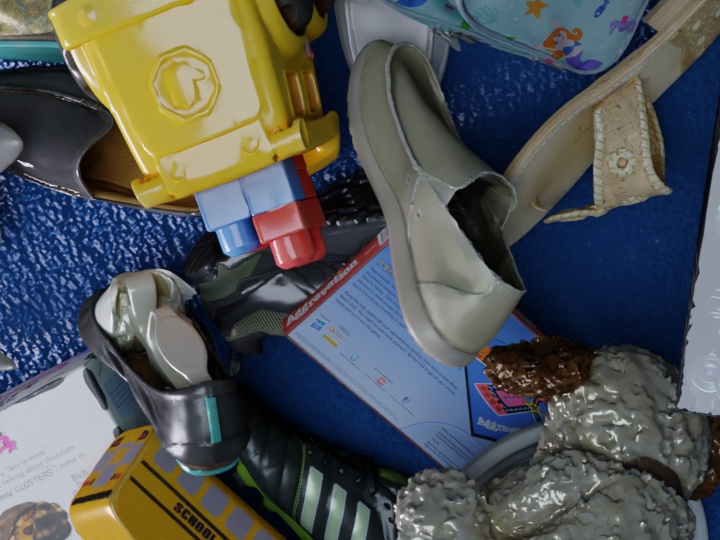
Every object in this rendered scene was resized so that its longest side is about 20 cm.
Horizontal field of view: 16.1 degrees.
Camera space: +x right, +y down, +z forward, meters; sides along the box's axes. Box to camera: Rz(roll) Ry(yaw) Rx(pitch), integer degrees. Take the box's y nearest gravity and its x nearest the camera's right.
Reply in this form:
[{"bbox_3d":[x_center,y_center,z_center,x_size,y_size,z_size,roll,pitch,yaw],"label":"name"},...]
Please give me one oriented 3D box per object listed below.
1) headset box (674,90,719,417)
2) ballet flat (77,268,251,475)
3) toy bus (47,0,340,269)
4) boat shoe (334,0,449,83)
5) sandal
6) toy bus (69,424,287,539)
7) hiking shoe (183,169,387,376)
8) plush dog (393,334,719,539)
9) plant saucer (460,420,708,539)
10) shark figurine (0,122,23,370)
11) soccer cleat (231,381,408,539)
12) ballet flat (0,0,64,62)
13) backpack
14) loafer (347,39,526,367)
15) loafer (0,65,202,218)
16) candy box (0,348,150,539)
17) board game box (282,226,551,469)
[{"bbox_3d":[0.233,-0.019,1.416,0.092,0.174,0.202,9,104,7],"label":"headset box"},{"bbox_3d":[-0.114,0.041,1.492,0.068,0.200,0.069,-18,125,-21],"label":"ballet flat"},{"bbox_3d":[-0.067,-0.093,1.428,0.135,0.200,0.193,-21,93,13],"label":"toy bus"},{"bbox_3d":[0.013,-0.185,1.470,0.070,0.069,0.202,-2,104,8],"label":"boat shoe"},{"bbox_3d":[0.157,-0.075,1.446,0.070,0.078,0.212,42,93,25],"label":"sandal"},{"bbox_3d":[-0.081,0.186,1.512,0.200,0.079,0.065,43,151,-17],"label":"toy bus"},{"bbox_3d":[0.000,0.000,1.525,0.198,0.076,0.101,-14,119,13],"label":"hiking shoe"},{"bbox_3d":[0.138,0.123,1.422,0.199,0.173,0.160,30,155,-35],"label":"plush dog"},{"bbox_3d":[0.110,0.176,1.526,0.198,0.050,0.202,-7,109,-20],"label":"plant saucer"},{"bbox_3d":[-0.275,-0.015,1.544,0.128,0.089,0.216,32,130,23],"label":"shark figurine"},{"bbox_3d":[-0.017,0.135,1.559,0.081,0.068,0.200,-37,101,6],"label":"soccer cleat"},{"bbox_3d":[-0.243,-0.156,1.531,0.198,0.071,0.071,-1,103,11],"label":"ballet flat"},{"bbox_3d":[0.077,-0.208,1.375,0.199,0.151,0.178,18,110,-26],"label":"backpack"},{"bbox_3d":[0.048,-0.046,1.416,0.068,0.075,0.201,-27,64,27],"label":"loafer"},{"bbox_3d":[-0.158,-0.076,1.524,0.198,0.072,0.073,10,107,9],"label":"loafer"},{"bbox_3d":[-0.183,0.170,1.588,0.167,0.072,0.201,-26,98,15],"label":"candy box"},{"bbox_3d":[0.059,0.060,1.507,0.103,0.019,0.200,-40,117,17],"label":"board game box"}]
